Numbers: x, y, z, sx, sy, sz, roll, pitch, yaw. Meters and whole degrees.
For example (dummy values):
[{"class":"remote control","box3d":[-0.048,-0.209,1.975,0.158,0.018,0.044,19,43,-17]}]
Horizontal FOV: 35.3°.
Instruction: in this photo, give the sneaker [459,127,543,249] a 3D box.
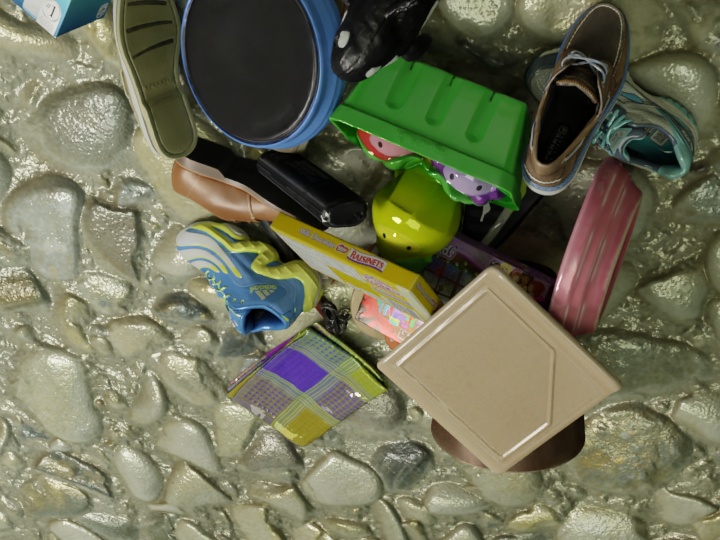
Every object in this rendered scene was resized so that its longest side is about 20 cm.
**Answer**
[{"class":"sneaker","box3d":[0.145,-0.079,1.258,0.083,0.072,0.201,44,125,8]}]

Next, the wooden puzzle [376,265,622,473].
[{"class":"wooden puzzle","box3d":[0.141,0.104,1.173,0.185,0.037,0.200,42,126,-9]}]

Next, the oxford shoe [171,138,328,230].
[{"class":"oxford shoe","box3d":[-0.125,-0.082,1.297,0.198,0.071,0.072,25,123,6]}]

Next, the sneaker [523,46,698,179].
[{"class":"sneaker","box3d":[0.257,-0.159,1.146,0.198,0.087,0.078,24,128,-6]}]

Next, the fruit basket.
[{"class":"fruit basket","box3d":[0.064,-0.094,1.158,0.212,0.155,0.220,-1,84,11]}]

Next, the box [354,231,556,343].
[{"class":"box","box3d":[0.102,0.033,1.241,0.198,0.039,0.139,27,106,23]}]

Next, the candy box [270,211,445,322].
[{"class":"candy box","box3d":[0.000,0.000,1.211,0.198,0.027,0.102,25,165,34]}]

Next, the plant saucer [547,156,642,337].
[{"class":"plant saucer","box3d":[0.247,-0.015,1.180,0.050,0.201,0.203,19,130,15]}]

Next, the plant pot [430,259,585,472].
[{"class":"plant pot","box3d":[0.176,0.098,1.314,0.184,0.187,0.203,4,112,9]}]

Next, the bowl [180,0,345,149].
[{"class":"bowl","box3d":[-0.103,-0.222,1.151,0.198,0.039,0.204,14,115,32]}]

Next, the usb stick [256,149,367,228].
[{"class":"usb stick","box3d":[-0.055,-0.090,1.205,0.055,0.200,0.033,-12,116,-23]}]

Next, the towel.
[{"class":"towel","box3d":[-0.071,0.156,1.485,0.143,0.023,0.199,40,129,-16]}]

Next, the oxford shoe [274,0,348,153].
[{"class":"oxford shoe","box3d":[-0.047,-0.206,1.202,0.073,0.072,0.200,15,134,-28]}]

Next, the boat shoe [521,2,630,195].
[{"class":"boat shoe","box3d":[0.213,-0.172,1.087,0.071,0.203,0.072,18,171,10]}]

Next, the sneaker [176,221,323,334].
[{"class":"sneaker","box3d":[-0.147,0.011,1.331,0.197,0.106,0.076,18,137,17]}]

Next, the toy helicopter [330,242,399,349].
[{"class":"toy helicopter","box3d":[0.039,-0.010,1.329,0.131,0.079,0.202,22,118,7]}]

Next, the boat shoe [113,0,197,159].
[{"class":"boat shoe","box3d":[-0.229,-0.220,1.211,0.068,0.074,0.203,17,119,55]}]

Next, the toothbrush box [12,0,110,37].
[{"class":"toothbrush box","box3d":[-0.292,-0.357,1.098,0.146,0.085,0.201,40,126,4]}]

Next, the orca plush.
[{"class":"orca plush","box3d":[0.055,-0.253,1.069,0.199,0.071,0.106,-33,113,-6]}]

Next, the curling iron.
[{"class":"curling iron","box3d":[-0.069,-0.001,1.371,0.049,0.026,0.201,-7,126,43]}]
